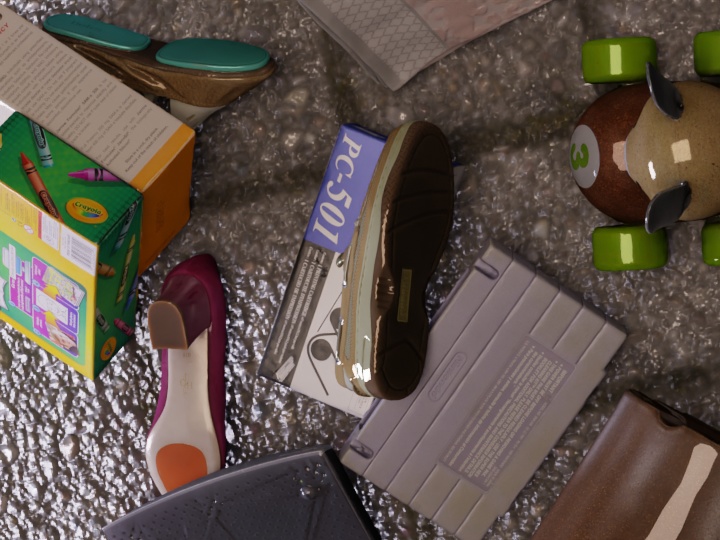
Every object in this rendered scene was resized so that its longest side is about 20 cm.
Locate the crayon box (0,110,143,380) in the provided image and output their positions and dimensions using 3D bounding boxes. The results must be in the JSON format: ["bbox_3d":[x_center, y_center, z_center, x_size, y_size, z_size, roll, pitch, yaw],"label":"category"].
[{"bbox_3d":[-0.228,-0.015,1.706,0.118,0.200,0.058,33,60,12],"label":"crayon box"}]

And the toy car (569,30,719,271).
[{"bbox_3d":[0.207,-0.081,1.559,0.156,0.200,0.166,-3,93,17],"label":"toy car"}]

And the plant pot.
[{"bbox_3d":[0.205,0.203,1.592,0.199,0.200,0.199,29,94,13],"label":"plant pot"}]

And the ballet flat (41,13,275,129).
[{"bbox_3d":[-0.156,-0.145,1.743,0.198,0.068,0.073,10,117,16],"label":"ballet flat"}]

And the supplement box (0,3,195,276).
[{"bbox_3d":[-0.224,-0.101,1.723,0.199,0.126,0.074,33,62,12],"label":"supplement box"}]

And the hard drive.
[{"bbox_3d":[-0.082,0.207,1.725,0.199,0.042,0.136,-21,107,24],"label":"hard drive"}]

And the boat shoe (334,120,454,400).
[{"bbox_3d":[0.012,-0.010,1.650,0.076,0.071,0.202,6,83,48],"label":"boat shoe"}]

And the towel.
[{"bbox_3d":[0.051,-0.220,1.606,0.190,0.200,0.032,-30,55,16],"label":"towel"}]

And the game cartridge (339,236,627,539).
[{"bbox_3d":[0.091,0.091,1.675,0.129,0.038,0.201,32,103,-12],"label":"game cartridge"}]

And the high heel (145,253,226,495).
[{"bbox_3d":[-0.121,0.091,1.761,0.067,0.096,0.202,9,117,17],"label":"high heel"}]

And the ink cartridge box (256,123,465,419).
[{"bbox_3d":[0.000,0.000,1.709,0.093,0.044,0.201,21,99,13],"label":"ink cartridge box"}]
